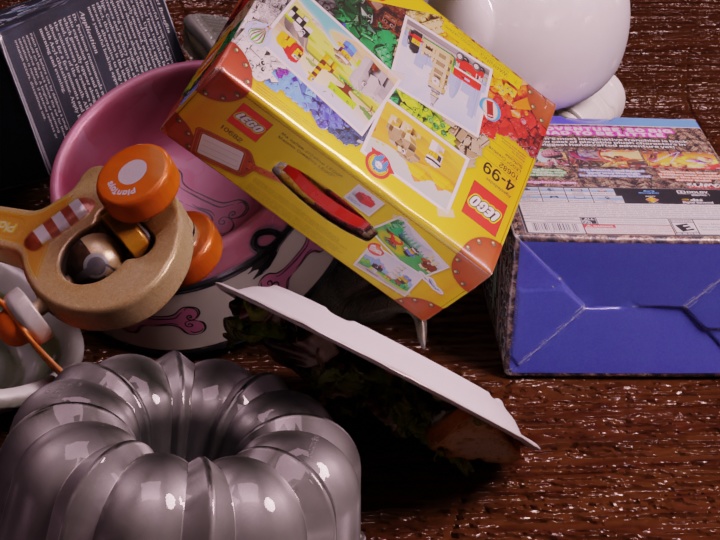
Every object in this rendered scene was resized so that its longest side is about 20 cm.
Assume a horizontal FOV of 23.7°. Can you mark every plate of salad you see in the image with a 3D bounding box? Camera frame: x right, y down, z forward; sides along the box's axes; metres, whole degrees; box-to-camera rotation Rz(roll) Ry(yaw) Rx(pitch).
[{"bbox_3d":[0.005,0.061,0.938,0.199,0.048,0.200,27,-3,2],"label":"plate of salad"}]

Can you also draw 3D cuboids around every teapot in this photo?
[{"bbox_3d":[0.106,-0.215,1.220,0.196,0.147,0.200,-8,35,-16],"label":"teapot"}]

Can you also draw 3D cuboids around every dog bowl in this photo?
[{"bbox_3d":[-0.108,-0.049,1.091,0.198,0.074,0.201,-7,52,9],"label":"dog bowl"}]

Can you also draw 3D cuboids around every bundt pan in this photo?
[{"bbox_3d":[-0.088,0.102,0.856,0.200,0.076,0.202,10,22,-4],"label":"bundt pan"}]

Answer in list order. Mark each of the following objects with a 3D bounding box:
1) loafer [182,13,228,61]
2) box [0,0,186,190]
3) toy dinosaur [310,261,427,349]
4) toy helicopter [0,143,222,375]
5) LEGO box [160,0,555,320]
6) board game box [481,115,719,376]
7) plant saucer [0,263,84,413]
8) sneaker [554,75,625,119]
[{"bbox_3d":[-0.080,-0.117,1.278,0.075,0.070,0.200,1,43,-46],"label":"loafer"},{"bbox_3d":[-0.242,-0.137,1.264,0.148,0.108,0.200,-10,17,30],"label":"box"},{"bbox_3d":[0.000,0.000,1.123,0.102,0.077,0.201,-15,48,-5],"label":"toy dinosaur"},{"bbox_3d":[-0.187,-0.007,0.994,0.199,0.079,0.133,11,59,31],"label":"toy helicopter"},{"bbox_3d":[0.003,-0.092,1.031,0.199,0.077,0.150,35,51,-15],"label":"LEGO box"},{"bbox_3d":[0.161,-0.021,1.131,0.158,0.098,0.200,1,26,-4],"label":"board game box"},{"bbox_3d":[-0.262,0.038,0.994,0.199,0.051,0.200,19,22,-8],"label":"plant saucer"},{"bbox_3d":[0.089,-0.134,1.279,0.199,0.074,0.116,13,26,17],"label":"sneaker"}]
